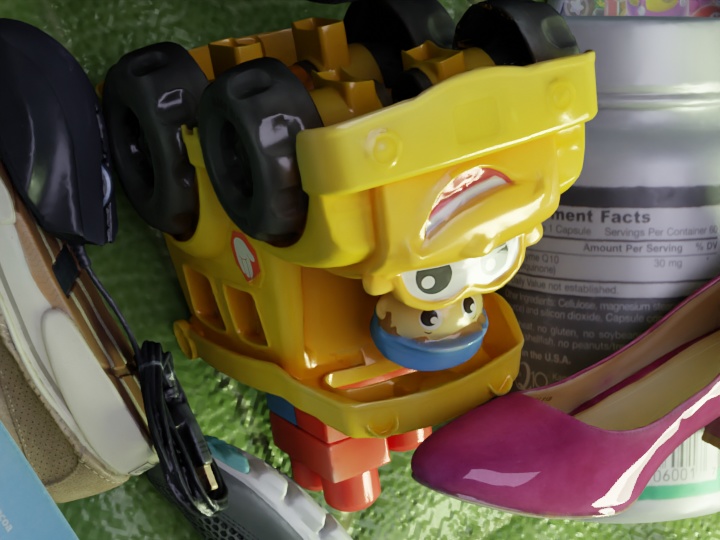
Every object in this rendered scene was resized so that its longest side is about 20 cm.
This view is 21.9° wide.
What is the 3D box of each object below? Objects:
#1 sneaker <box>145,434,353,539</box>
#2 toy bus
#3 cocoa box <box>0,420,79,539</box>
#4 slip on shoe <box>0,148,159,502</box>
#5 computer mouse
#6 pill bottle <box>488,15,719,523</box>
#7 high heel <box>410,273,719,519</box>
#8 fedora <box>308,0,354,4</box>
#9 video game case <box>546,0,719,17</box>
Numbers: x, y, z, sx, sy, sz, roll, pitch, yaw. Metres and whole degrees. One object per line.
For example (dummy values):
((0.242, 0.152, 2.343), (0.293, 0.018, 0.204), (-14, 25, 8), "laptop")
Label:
((-0.027, 0.152, 0.749), (0.091, 0.078, 0.200), (-44, 107, -15), "sneaker")
((0.000, 0.000, 0.698), (0.135, 0.200, 0.193), (-16, 105, -26), "toy bus")
((-0.182, 0.095, 0.635), (0.131, 0.133, 0.201), (-37, 106, -22), "cocoa box")
((-0.141, -0.006, 0.697), (0.060, 0.076, 0.201), (-25, 102, 7), "slip on shoe")
((-0.089, -0.004, 0.689), (0.034, 0.059, 0.201), (-25, 93, 6), "computer mouse")
((0.110, -0.005, 0.781), (0.112, 0.113, 0.202), (-4, 99, -26), "pill bottle")
((0.104, 0.031, 0.677), (0.199, 0.067, 0.097), (-4, 109, -31), "high heel")
((-0.017, -0.157, 0.695), (0.092, 0.200, 0.201), (46, 71, -37), "fedora")
((0.158, -0.131, 0.868), (0.143, 0.018, 0.201), (23, 80, -24), "video game case")
